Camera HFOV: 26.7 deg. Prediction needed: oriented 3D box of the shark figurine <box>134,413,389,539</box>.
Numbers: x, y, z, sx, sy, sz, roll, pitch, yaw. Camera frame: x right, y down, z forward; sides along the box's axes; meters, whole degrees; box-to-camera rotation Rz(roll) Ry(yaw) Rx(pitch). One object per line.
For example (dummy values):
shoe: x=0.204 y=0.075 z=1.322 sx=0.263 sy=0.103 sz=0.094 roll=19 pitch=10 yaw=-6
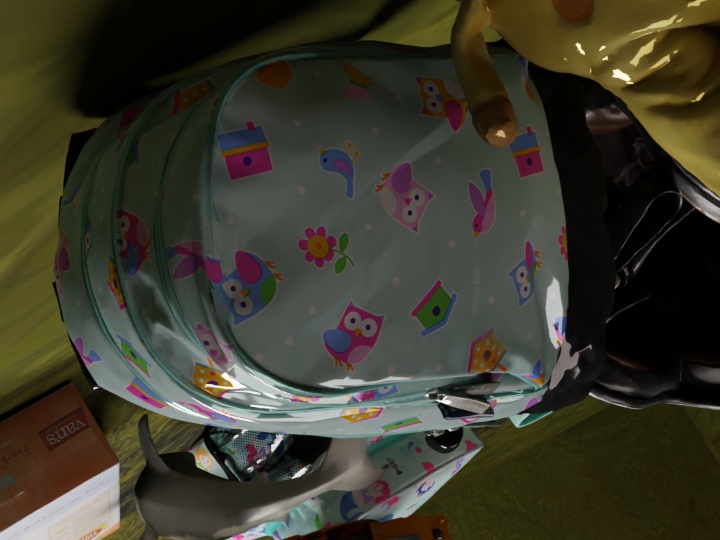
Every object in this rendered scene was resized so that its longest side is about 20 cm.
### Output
shark figurine: x=-0.090 y=0.118 z=0.900 sx=0.214 sy=0.090 sz=0.128 roll=-14 pitch=-164 yaw=44

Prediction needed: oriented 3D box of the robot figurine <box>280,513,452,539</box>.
robot figurine: x=-0.047 y=0.194 z=0.910 sx=0.199 sy=0.059 sz=0.145 roll=-9 pitch=162 yaw=-26

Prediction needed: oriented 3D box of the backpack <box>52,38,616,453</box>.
backpack: x=-0.007 y=-0.016 z=0.541 sx=0.199 sy=0.168 sz=0.126 roll=-4 pitch=170 yaw=-34

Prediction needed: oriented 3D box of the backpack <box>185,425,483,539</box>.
backpack: x=-0.025 y=0.122 z=1.060 sx=0.177 sy=0.151 sz=0.200 roll=-21 pitch=168 yaw=-43

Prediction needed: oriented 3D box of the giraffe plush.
giraffe plush: x=0.117 y=-0.133 z=0.474 sx=0.198 sy=0.174 sz=0.163 roll=8 pitch=143 yaw=-13

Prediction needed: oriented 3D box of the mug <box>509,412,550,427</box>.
mug: x=0.162 y=0.041 z=1.242 sx=0.151 sy=0.115 sz=0.185 roll=-33 pitch=168 yaw=3

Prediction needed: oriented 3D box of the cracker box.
cracker box: x=-0.211 y=0.145 z=0.890 sx=0.133 sy=0.058 sz=0.200 roll=-29 pitch=168 yaw=-18

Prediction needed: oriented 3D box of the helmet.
helmet: x=0.172 y=-0.024 z=0.795 sx=0.190 sy=0.201 sz=0.200 roll=3 pitch=147 yaw=-38
